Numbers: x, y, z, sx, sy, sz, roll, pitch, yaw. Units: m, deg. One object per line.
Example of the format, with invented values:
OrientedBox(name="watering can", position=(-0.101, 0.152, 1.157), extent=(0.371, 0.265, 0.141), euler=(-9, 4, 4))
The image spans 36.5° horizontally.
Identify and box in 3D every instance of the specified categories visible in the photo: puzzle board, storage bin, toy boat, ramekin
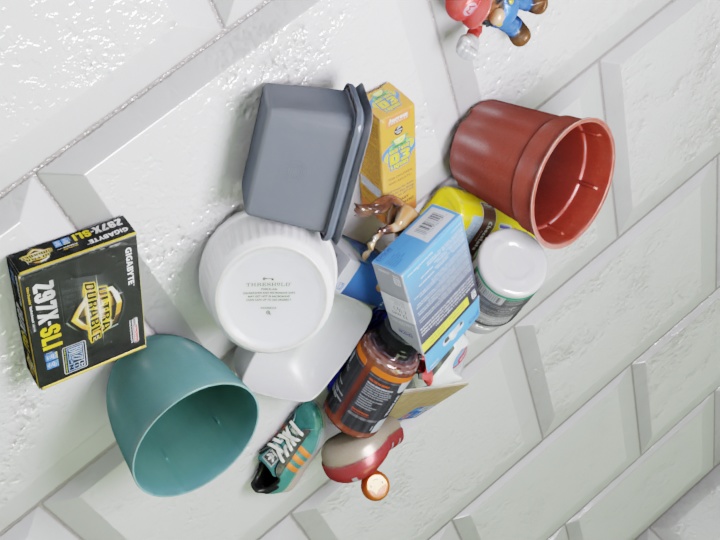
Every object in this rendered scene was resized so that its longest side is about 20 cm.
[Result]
OrientedBox(name="puzzle board", position=(0.083, 0.239, 1.964), extent=(0.148, 0.018, 0.200), euler=(-5, 159, -31))
OrientedBox(name="storage bin", position=(-0.078, -0.156, 1.442), extent=(0.132, 0.147, 0.202), euler=(8, 123, -16))
OrientedBox(name="toy boat", position=(0.013, 0.336, 1.900), extent=(0.129, 0.133, 0.200), euler=(-21, 175, 15))
OrientedBox(name="ramekin", position=(-0.124, 0.021, 1.505), extent=(0.198, 0.095, 0.206), euler=(-3, 114, -7))

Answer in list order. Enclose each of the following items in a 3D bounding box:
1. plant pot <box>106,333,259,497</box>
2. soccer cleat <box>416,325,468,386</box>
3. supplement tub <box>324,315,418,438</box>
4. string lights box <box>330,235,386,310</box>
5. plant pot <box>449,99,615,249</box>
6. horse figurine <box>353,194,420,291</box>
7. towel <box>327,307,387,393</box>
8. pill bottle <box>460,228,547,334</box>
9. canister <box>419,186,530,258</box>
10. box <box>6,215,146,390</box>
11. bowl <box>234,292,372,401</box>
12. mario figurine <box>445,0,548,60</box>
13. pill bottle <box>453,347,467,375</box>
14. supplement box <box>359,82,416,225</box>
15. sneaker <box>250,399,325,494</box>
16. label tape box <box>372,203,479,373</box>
OrientedBox(name="plant pot", position=(-0.266, 0.187, 1.540), extent=(0.198, 0.161, 0.203), euler=(-25, 140, -24))
OrientedBox(name="soccer cleat", position=(0.135, 0.091, 1.768), extent=(0.083, 0.069, 0.204), euler=(1, 104, -12))
OrientedBox(name="supplement tub", position=(0.026, 0.169, 1.768), extent=(0.106, 0.107, 0.202), euler=(-1, 132, -43))
OrientedBox(name="string lights box", position=(0.000, 0.000, 1.674), extent=(0.059, 0.103, 0.199), euler=(-54, 143, 11))
OrientedBox(name="plant pot", position=(0.253, -0.163, 1.671), extent=(0.199, 0.194, 0.204), euler=(-23, 127, -35))
OrientedBox(name="horse figurine", position=(0.058, -0.041, 1.612), extent=(0.133, 0.049, 0.202), euler=(-50, 135, -27))
OrientedBox(name="towel", position=(0.007, 0.166, 1.883), extent=(0.146, 0.050, 0.202), euler=(-31, 141, -18))
OrientedBox(name="pill bottle", position=(0.214, 0.023, 1.728), extent=(0.112, 0.114, 0.200), euler=(-29, 166, -20))
OrientedBox(name="canister", position=(0.182, -0.059, 1.807), extent=(0.198, 0.087, 0.149), euler=(7, 127, -45))
OrientedBox(name="box", position=(-0.361, 0.043, 1.408), extent=(0.158, 0.049, 0.202), euler=(-21, 137, -27))
OrientedBox(name="bowl", position=(-0.097, 0.098, 1.696), extent=(0.198, 0.075, 0.201), euler=(20, 110, -51))
OrientedBox(name="mario figurine", position=(0.196, -0.357, 1.524), extent=(0.198, 0.105, 0.126), euler=(-5, 94, -51))
OrientedBox(name="pill bottle", position=(0.130, 0.115, 1.905), extent=(0.108, 0.109, 0.201), euler=(-34, 143, -14))
OrientedBox(name="supplement box", position=(0.038, -0.167, 1.586), extent=(0.066, 0.069, 0.202), euler=(-29, 139, -21))
OrientedBox(name="sneaker", position=(-0.125, 0.310, 1.870), extent=(0.079, 0.071, 0.202), euler=(-5, 129, -47))
OrientedBox(name="label tape box", position=(0.102, 0.027, 1.608), extent=(0.143, 0.066, 0.202), euler=(-44, 138, -28))
